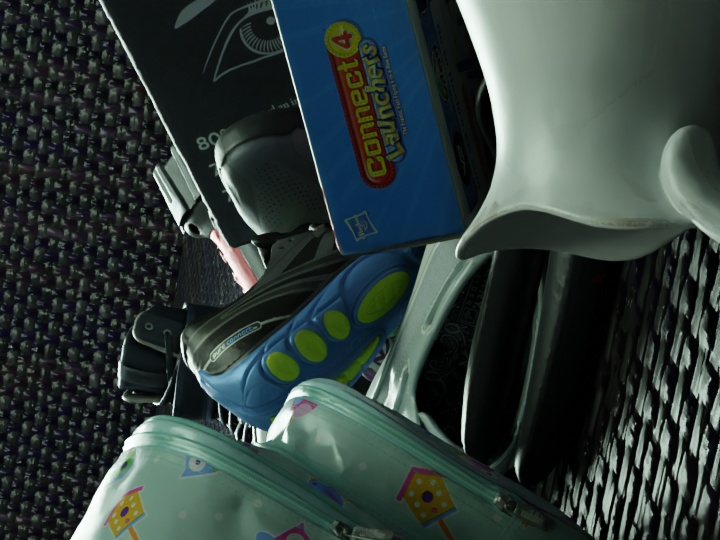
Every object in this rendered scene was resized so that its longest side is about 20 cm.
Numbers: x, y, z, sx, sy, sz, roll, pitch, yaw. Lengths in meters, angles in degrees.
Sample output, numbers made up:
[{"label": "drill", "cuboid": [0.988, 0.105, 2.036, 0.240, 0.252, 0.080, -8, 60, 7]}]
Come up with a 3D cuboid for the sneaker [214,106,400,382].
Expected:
[{"label": "sneaker", "cuboid": [0.000, 0.000, 1.252, 0.200, 0.074, 0.088, 44, -153, -48]}]

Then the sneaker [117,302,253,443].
[{"label": "sneaker", "cuboid": [-0.091, 0.095, 1.732, 0.203, 0.145, 0.077, -97, 19, -56]}]

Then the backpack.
[{"label": "backpack", "cuboid": [-0.015, 0.127, 0.977, 0.176, 0.199, 0.154, 128, 166, -77]}]

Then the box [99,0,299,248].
[{"label": "box", "cuboid": [-0.038, -0.135, 1.278, 0.105, 0.147, 0.201, -90, -22, -59]}]

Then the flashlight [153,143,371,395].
[{"label": "flashlight", "cuboid": [-0.054, 0.015, 1.490, 0.200, 0.067, 0.068, 57, 166, 20]}]

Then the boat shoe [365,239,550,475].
[{"label": "boat shoe", "cuboid": [0.038, 0.061, 1.125, 0.072, 0.070, 0.202, -92, 15, -65]}]

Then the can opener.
[{"label": "can opener", "cuboid": [0.077, -0.009, 1.022, 0.063, 0.078, 0.201, 22, 111, 42]}]

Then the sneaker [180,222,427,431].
[{"label": "sneaker", "cuboid": [-0.003, -0.006, 1.180, 0.199, 0.083, 0.071, -38, -41, -31]}]

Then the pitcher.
[{"label": "pitcher", "cuboid": [0.094, -0.103, 0.819, 0.171, 0.121, 0.201, 1, 91, 59]}]

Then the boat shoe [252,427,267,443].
[{"label": "boat shoe", "cuboid": [-0.020, 0.049, 1.537, 0.062, 0.072, 0.201, 122, 160, -79]}]

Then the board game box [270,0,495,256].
[{"label": "board game box", "cuboid": [0.013, -0.131, 1.095, 0.196, 0.056, 0.201, -56, -47, -69]}]
